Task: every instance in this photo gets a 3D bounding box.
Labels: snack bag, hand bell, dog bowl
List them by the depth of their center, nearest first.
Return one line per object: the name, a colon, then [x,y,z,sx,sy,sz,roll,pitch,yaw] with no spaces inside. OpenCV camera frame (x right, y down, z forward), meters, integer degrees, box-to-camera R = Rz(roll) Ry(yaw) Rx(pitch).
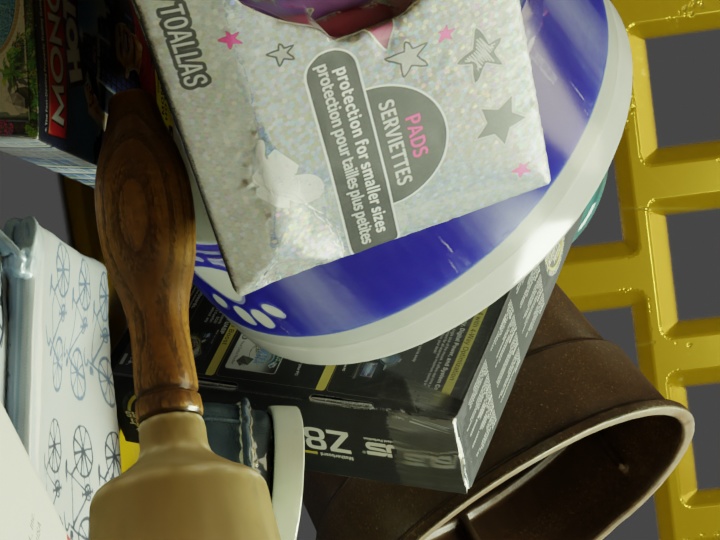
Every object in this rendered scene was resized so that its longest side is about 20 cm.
hand bell: [-0.062,0.037,0.609,0.104,0.103,0.202,62,18,-67]
snack bag: [-0.111,0.074,0.633,0.200,0.021,0.191,47,38,-76]
dog bowl: [0.002,-0.068,0.763,0.079,0.199,0.201,46,32,-38]

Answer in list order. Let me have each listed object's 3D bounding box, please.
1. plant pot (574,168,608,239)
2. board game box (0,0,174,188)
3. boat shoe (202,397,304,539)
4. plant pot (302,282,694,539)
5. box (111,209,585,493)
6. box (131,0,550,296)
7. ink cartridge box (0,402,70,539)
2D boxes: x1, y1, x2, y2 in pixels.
plant pot: [0.076,-0.100,1.549,0.188,0.198,0.202,7,75,-65]
board game box: [-0.122,-0.133,0.646,0.200,0.061,0.202,24,62,-77]
boat shoe: [-0.067,0.144,0.765,0.075,0.061,0.202,-103,-157,-63]
plant pot: [0.031,0.052,0.976,0.199,0.199,0.200,58,-2,23]
box: [0.000,0.000,0.849,0.201,0.160,0.049,-64,150,-43]
box: [-0.023,-0.118,0.591,0.133,0.114,0.201,-114,-174,-49]
ink cartridge box: [-0.124,0.078,0.400,0.201,0.084,0.147,77,11,-46]
